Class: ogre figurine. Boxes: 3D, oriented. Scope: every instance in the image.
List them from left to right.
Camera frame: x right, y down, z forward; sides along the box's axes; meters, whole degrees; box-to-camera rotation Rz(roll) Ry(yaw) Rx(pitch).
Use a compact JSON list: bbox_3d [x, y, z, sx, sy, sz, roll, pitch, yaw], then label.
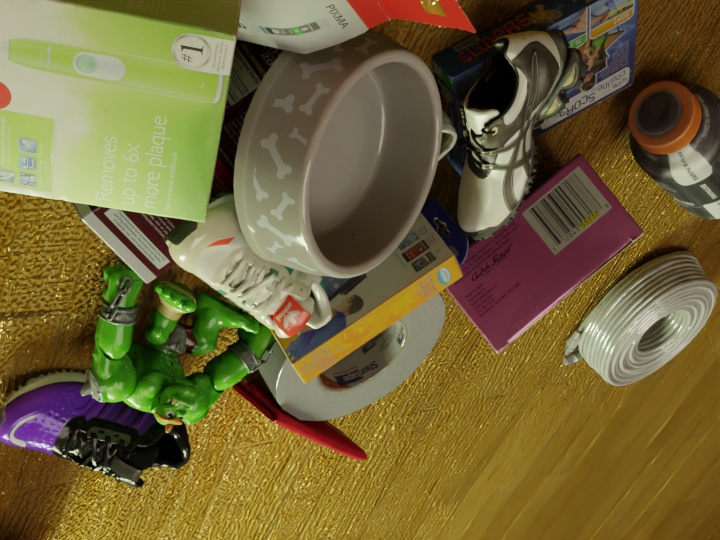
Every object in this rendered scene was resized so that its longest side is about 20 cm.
[{"bbox_3d":[-0.168,0.075,1.002,0.121,0.097,0.200,-60,158,4],"label":"ogre figurine"}]

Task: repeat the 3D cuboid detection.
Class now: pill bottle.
[{"bbox_3d":[0.354,-0.133,1.195,0.106,0.107,0.199,-46,145,15],"label":"pill bottle"}]

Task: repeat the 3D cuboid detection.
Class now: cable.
[{"bbox_3d":[0.385,0.066,1.492,0.198,0.069,0.201,-6,136,-37],"label":"cable"}]

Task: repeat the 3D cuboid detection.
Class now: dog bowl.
[{"bbox_3d":[-0.008,-0.086,0.850,0.199,0.058,0.203,-34,134,-43],"label":"dog bowl"}]

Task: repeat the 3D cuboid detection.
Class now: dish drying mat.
[{"bbox_3d":[-0.062,0.165,1.215,0.018,0.077,0.200,-53,145,-2],"label":"dish drying mat"}]

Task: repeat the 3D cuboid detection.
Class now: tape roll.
[{"bbox_3d":[-0.012,0.063,1.144,0.198,0.066,0.202,-24,144,-19],"label":"tape roll"}]

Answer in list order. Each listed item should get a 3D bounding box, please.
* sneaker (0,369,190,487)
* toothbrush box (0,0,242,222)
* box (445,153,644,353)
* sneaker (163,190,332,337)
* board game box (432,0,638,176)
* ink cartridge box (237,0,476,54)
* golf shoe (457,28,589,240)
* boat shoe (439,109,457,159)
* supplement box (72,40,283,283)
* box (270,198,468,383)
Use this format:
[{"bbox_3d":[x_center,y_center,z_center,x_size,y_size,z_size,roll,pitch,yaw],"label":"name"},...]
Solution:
[{"bbox_3d":[-0.234,0.152,1.021,0.199,0.100,0.070,7,126,-46],"label":"sneaker"},{"bbox_3d":[-0.179,-0.124,0.684,0.197,0.087,0.147,10,133,-9],"label":"toothbrush box"},{"bbox_3d":[0.175,-0.016,1.113,0.175,0.097,0.200,-40,175,6],"label":"box"},{"bbox_3d":[-0.076,0.002,0.889,0.070,0.094,0.199,-39,160,10],"label":"sneaker"},{"bbox_3d":[0.164,-0.183,1.028,0.198,0.035,0.136,-28,145,-10],"label":"board game box"},{"bbox_3d":[-0.045,-0.190,0.699,0.051,0.198,0.161,-63,146,-9],"label":"ink cartridge box"},{"bbox_3d":[0.113,-0.120,0.972,0.093,0.078,0.202,1,122,-36],"label":"golf shoe"},{"bbox_3d":[0.008,-0.064,0.989,0.201,0.086,0.075,-41,146,7],"label":"boat shoe"},{"bbox_3d":[-0.121,-0.090,0.868,0.199,0.061,0.109,-35,147,-1],"label":"supplement box"},{"bbox_3d":[0.000,0.000,1.029,0.199,0.119,0.042,-35,141,-2],"label":"box"}]
